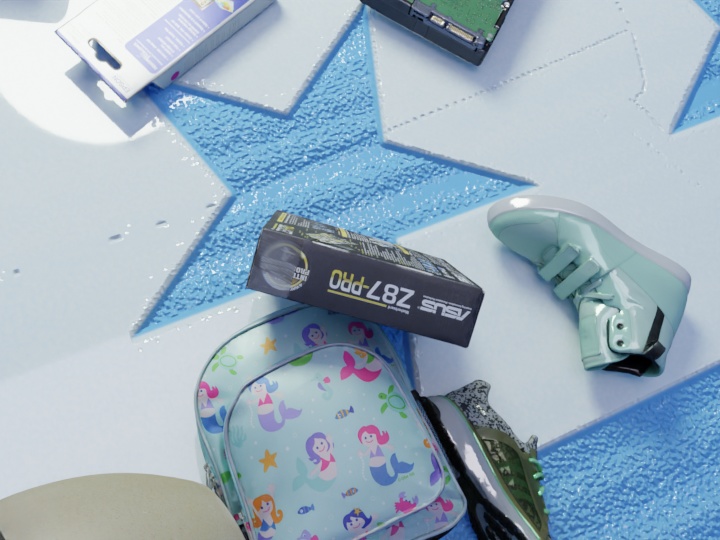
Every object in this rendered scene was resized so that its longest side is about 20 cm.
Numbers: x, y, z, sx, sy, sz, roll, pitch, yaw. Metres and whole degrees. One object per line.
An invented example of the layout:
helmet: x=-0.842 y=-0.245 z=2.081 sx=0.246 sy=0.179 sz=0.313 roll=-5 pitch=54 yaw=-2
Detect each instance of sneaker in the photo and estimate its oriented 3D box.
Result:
sneaker: x=0.192 y=0.017 z=0.787 sx=0.198 sy=0.074 sz=0.120 roll=25 pitch=61 yaw=-3
sneaker: x=0.126 y=0.170 z=0.726 sx=0.088 sy=0.077 sz=0.201 roll=-29 pitch=80 yaw=-28

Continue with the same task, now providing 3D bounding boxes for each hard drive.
hard drive: x=0.102 y=-0.318 z=0.909 sx=0.138 sy=0.038 sz=0.202 roll=27 pitch=67 yaw=0

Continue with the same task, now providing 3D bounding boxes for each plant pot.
plant pot: x=-0.144 y=0.215 z=0.598 sx=0.133 sy=0.201 sz=0.202 roll=-26 pitch=76 yaw=-30

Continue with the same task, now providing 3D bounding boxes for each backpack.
backpack: x=-0.032 y=0.126 z=0.673 sx=0.175 sy=0.151 sz=0.202 roll=-21 pitch=70 yaw=-10

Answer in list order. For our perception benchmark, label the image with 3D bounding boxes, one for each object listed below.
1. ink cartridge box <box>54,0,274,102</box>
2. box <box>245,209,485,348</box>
ink cartridge box: x=-0.175 y=-0.239 z=0.837 sx=0.095 sy=0.037 sz=0.200 roll=43 pitch=66 yaw=6
box: x=0.000 y=0.000 z=0.695 sx=0.159 sy=0.200 sz=0.050 roll=18 pitch=96 yaw=-5
